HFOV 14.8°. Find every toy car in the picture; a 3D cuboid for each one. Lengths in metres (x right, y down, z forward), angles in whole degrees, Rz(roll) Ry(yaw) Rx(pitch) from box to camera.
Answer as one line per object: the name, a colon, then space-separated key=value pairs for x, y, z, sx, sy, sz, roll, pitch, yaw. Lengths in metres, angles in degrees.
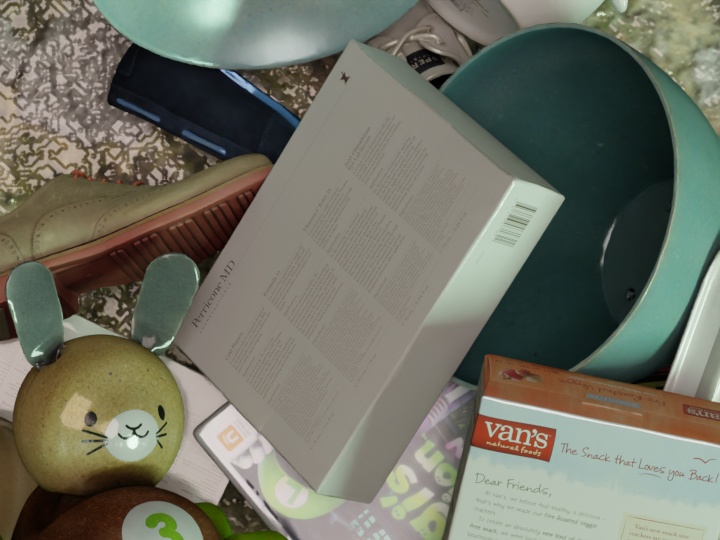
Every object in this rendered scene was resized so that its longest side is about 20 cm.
toy car: x=-0.131 y=0.092 z=1.472 sx=0.164 sy=0.158 sz=0.201 roll=-3 pitch=98 yaw=-29

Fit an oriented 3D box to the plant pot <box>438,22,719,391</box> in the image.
plant pot: x=0.130 y=-0.019 z=1.507 sx=0.200 sy=0.135 sz=0.201 roll=-15 pitch=68 yaw=40

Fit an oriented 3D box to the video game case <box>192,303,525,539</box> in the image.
video game case: x=0.037 y=0.110 z=1.567 sx=0.182 sy=0.023 sz=0.200 roll=-40 pitch=89 yaw=-2

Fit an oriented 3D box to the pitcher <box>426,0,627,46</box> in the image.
pitcher: x=0.136 y=-0.208 z=1.589 sx=0.172 sy=0.121 sz=0.200 roll=41 pitch=73 yaw=-11

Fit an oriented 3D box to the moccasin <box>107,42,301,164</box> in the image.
moccasin: x=-0.058 y=-0.062 z=1.603 sx=0.200 sy=0.080 sz=0.068 roll=38 pitch=92 yaw=14

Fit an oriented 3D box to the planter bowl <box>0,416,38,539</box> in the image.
planter bowl: x=-0.292 y=0.137 z=1.537 sx=0.135 sy=0.200 sz=0.200 roll=31 pitch=87 yaw=26

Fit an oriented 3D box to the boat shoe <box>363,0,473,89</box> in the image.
boat shoe: x=0.034 y=-0.112 z=1.603 sx=0.072 sy=0.066 sz=0.200 roll=-22 pitch=88 yaw=-2

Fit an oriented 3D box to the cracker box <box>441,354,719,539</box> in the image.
cracker box: x=0.107 y=0.153 z=1.424 sx=0.134 sy=0.058 sz=0.201 roll=12 pitch=113 yaw=0

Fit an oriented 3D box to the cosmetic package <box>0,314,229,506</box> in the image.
cosmetic package: x=-0.161 y=0.071 z=1.599 sx=0.200 sy=0.051 sz=0.083 roll=26 pitch=85 yaw=-1

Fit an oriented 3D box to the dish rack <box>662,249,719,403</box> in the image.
dish rack: x=0.224 y=0.064 z=1.504 sx=0.043 sy=0.200 sz=0.172 roll=26 pitch=104 yaw=30

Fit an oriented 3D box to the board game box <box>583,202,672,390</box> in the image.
board game box: x=0.169 y=0.066 z=1.608 sx=0.135 sy=0.035 sz=0.200 roll=27 pitch=88 yaw=0

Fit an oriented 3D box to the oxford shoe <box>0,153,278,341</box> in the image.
oxford shoe: x=-0.140 y=-0.031 z=1.546 sx=0.200 sy=0.070 sz=0.075 roll=-21 pitch=67 yaw=-2

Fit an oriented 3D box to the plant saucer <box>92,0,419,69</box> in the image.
plant saucer: x=-0.053 y=-0.187 z=1.507 sx=0.200 sy=0.201 sz=0.039 roll=-9 pitch=56 yaw=-2

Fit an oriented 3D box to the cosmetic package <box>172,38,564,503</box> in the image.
cosmetic package: x=0.000 y=0.000 z=1.491 sx=0.151 sy=0.052 sz=0.200 roll=43 pitch=107 yaw=37
